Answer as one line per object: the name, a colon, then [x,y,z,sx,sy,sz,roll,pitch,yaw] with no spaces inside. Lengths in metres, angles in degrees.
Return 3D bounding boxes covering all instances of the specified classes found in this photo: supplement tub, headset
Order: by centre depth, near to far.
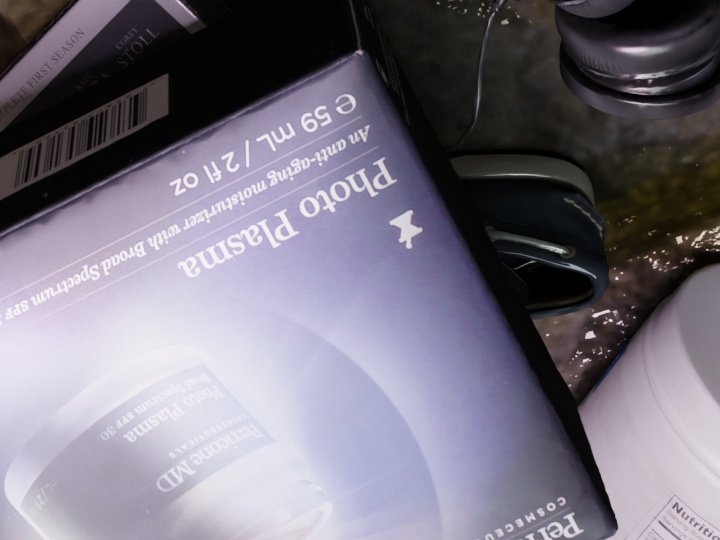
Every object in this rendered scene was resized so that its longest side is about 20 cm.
headset: [0.086,-0.114,0.941,0.200,0.094,0.124,-33,132,4]
supplement tub: [0.138,0.107,1.108,0.132,0.132,0.200,16,130,-22]

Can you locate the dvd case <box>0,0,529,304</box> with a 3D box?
dvd case: [-0.057,-0.013,0.984,0.200,0.025,0.150,42,122,-12]

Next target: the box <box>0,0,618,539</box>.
box: [-0.044,0.033,0.894,0.200,0.123,0.198,-27,111,6]

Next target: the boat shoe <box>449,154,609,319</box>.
boat shoe: [0.000,0.000,1.032,0.200,0.062,0.075,-2,135,-5]
